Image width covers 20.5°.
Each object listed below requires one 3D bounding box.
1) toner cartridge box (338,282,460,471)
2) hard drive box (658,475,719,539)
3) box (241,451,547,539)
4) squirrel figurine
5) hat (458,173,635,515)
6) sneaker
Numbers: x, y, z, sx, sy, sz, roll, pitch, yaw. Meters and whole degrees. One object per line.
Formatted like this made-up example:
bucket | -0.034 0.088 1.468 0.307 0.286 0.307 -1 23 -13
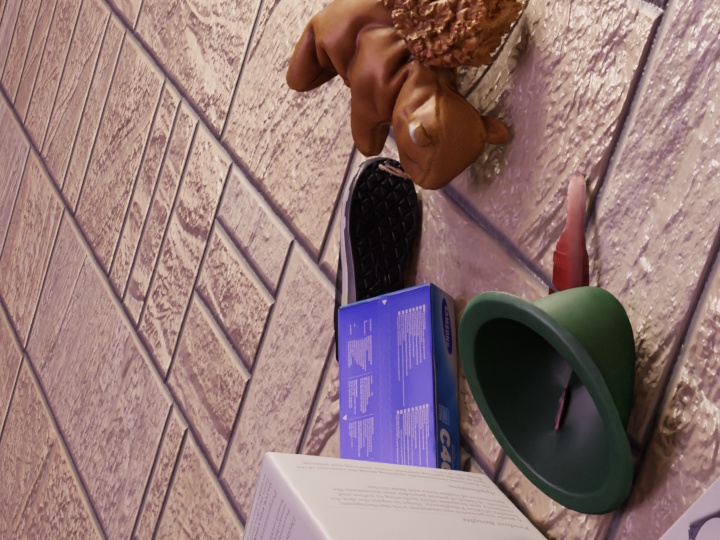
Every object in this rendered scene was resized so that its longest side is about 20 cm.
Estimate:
toner cartridge box | 0.032 0.118 1.631 0.094 0.043 0.202 -14 63 29
hard drive box | 0.227 0.223 1.169 0.201 0.076 0.157 -57 32 41
box | 0.019 0.263 1.460 0.171 0.197 0.202 -138 60 -62
squirrel figurine | 0.052 -0.172 1.650 0.201 0.140 0.187 -66 34 33
hat | 0.181 0.044 1.415 0.165 0.175 0.201 -16 104 61
sneaker | 0.000 0.000 1.762 0.083 0.071 0.202 162 116 -64
